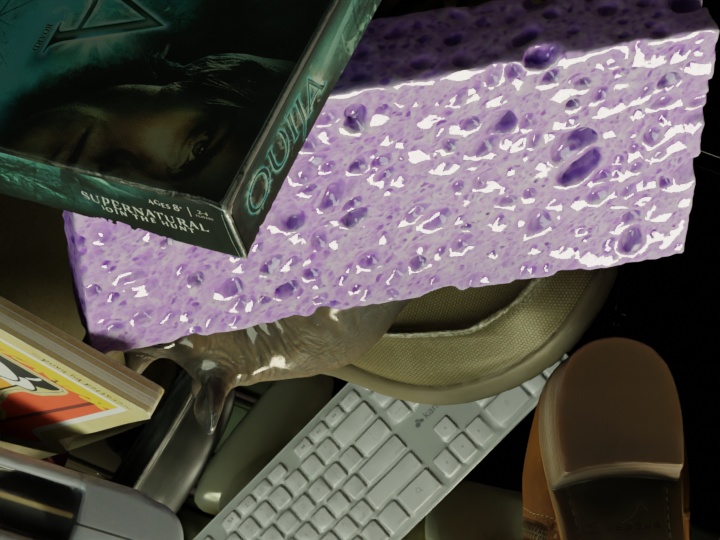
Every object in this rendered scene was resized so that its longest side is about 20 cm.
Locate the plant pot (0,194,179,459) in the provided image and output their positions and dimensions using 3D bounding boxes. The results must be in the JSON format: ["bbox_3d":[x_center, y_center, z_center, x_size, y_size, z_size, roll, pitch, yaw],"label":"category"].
[{"bbox_3d":[-0.176,0.009,1.105,0.200,0.187,0.187,1,136,19],"label":"plant pot"}]

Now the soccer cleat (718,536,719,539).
[{"bbox_3d":[0.164,0.073,0.953,0.070,0.086,0.200,24,129,12],"label":"soccer cleat"}]

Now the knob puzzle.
[{"bbox_3d":[-0.183,0.020,0.943,0.219,0.030,0.220,20,161,7],"label":"knob puzzle"}]

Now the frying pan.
[{"bbox_3d":[-0.094,0.089,1.147,0.031,0.115,0.190,32,156,-6],"label":"frying pan"}]

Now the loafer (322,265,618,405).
[{"bbox_3d":[0.000,0.000,1.025,0.200,0.076,0.067,-2,140,39],"label":"loafer"}]

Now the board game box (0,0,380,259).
[{"bbox_3d":[-0.052,-0.105,0.825,0.135,0.200,0.028,15,152,23],"label":"board game box"}]

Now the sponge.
[{"bbox_3d":[0.007,-0.031,0.873,0.200,0.030,0.112,-11,144,-9],"label":"sponge"}]

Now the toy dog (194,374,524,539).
[{"bbox_3d":[0.018,0.154,1.110,0.200,0.194,0.140,28,137,20],"label":"toy dog"}]

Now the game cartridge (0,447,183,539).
[{"bbox_3d":[-0.170,0.064,0.975,0.200,0.041,0.133,19,170,-19],"label":"game cartridge"}]

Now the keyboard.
[{"bbox_3d":[-0.008,0.085,1.064,0.056,0.200,0.011,48,-170,18],"label":"keyboard"}]

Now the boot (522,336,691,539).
[{"bbox_3d":[0.087,0.128,1.001,0.074,0.200,0.155,7,167,3],"label":"boot"}]

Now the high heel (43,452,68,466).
[{"bbox_3d":[-0.141,0.112,1.192,0.096,0.200,0.068,19,110,13],"label":"high heel"}]

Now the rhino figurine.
[{"bbox_3d":[-0.013,-0.012,0.951,0.087,0.200,0.060,55,179,-22],"label":"rhino figurine"}]
